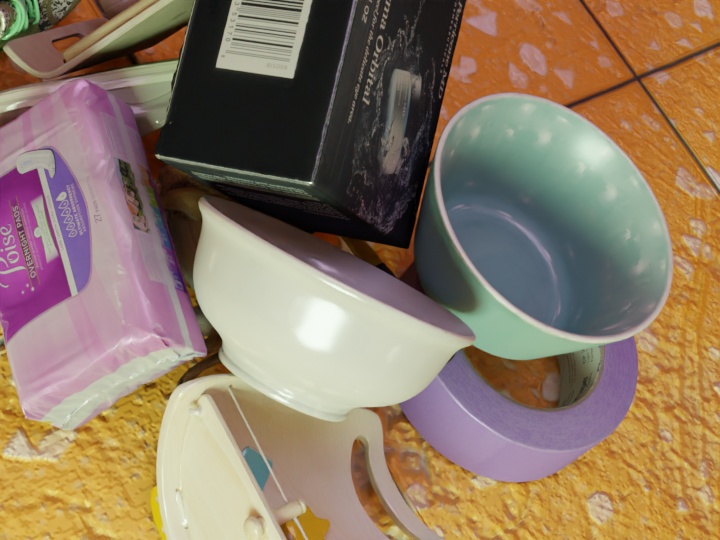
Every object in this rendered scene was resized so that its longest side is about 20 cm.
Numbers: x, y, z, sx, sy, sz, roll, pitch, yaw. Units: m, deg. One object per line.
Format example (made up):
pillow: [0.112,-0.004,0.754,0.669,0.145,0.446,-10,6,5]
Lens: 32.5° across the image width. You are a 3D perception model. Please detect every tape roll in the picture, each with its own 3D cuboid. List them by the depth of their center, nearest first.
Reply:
tape roll: [0.117,0.058,0.965,0.197,0.066,0.203,12,58,-19]

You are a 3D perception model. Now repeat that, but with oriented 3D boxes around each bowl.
bowl: [-0.032,0.035,0.802,0.199,0.201,0.091,26,96,-11]
bowl: [0.118,-0.017,0.901,0.198,0.105,0.204,14,56,-21]

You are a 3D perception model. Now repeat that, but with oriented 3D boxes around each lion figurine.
lion figurine: [-0.110,-0.009,0.895,0.122,0.072,0.203,4,72,-54]

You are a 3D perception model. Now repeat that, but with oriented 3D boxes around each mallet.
mallet: [0.000,0.000,0.917,0.065,0.041,0.201,-28,56,-2]

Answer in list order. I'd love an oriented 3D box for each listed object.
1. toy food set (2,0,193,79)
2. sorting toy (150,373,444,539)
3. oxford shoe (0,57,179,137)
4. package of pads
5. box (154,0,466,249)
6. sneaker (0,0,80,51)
toy food set: [-0.146,-0.210,0.890,0.061,0.198,0.143,60,25,-7]
sorting toy: [-0.025,0.165,0.816,0.178,0.107,0.202,-12,63,-42]
oxford shoe: [-0.198,-0.114,0.896,0.197,0.075,0.059,-11,104,-15]
package of pads: [-0.186,-0.010,0.816,0.076,0.119,0.202,28,37,-63]
box: [-0.023,-0.137,0.835,0.116,0.200,0.200,11,84,21]
sneaker: [-0.263,-0.182,0.890,0.088,0.078,0.199,20,46,42]
